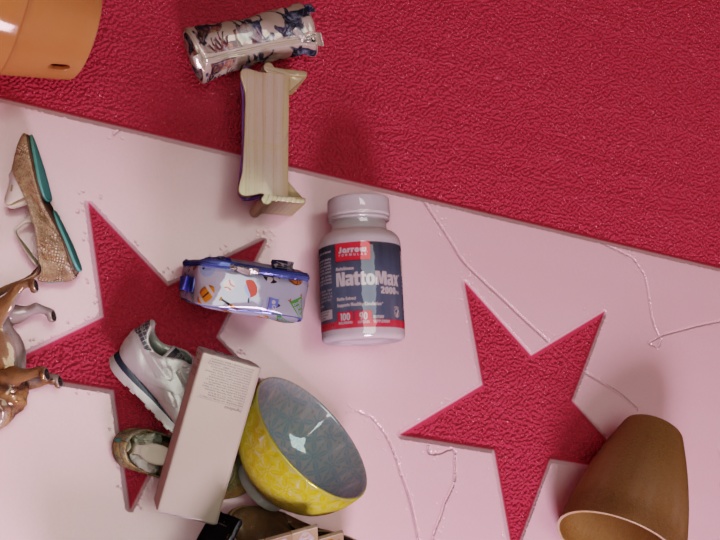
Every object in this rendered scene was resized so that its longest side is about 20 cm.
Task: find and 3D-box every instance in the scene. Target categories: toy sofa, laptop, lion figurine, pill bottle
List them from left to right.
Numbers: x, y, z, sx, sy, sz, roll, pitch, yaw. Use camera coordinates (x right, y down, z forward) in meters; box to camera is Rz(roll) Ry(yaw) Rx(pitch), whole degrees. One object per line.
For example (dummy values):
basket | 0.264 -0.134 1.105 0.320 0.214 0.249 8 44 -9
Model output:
lion figurine | -0.445 0.099 1.248 0.121 0.073 0.203 -9 75 8
laptop | -0.250 0.365 1.214 0.103 0.177 0.202 33 72 -12
toy sofa | -0.131 -0.181 1.401 0.096 0.083 0.203 2 80 -18
pill bottle | 0.000 0.000 1.398 0.118 0.119 0.203 0 80 -19

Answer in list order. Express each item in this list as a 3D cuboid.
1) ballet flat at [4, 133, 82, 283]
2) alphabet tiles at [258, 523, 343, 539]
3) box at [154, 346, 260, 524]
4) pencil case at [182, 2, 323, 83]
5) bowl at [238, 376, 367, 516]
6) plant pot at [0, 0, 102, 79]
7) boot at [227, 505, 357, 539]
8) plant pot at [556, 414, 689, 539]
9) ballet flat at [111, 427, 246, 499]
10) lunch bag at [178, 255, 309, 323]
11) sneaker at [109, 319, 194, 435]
ballet flat | -0.424 -0.077 1.291 0.064 0.071 0.203 -20 84 -7
alphabet tiles | -0.101 0.383 1.263 0.164 0.202 0.006 -12 50 -13
box | -0.191 0.203 1.241 0.081 0.068 0.203 18 87 -16
pencil case | -0.155 -0.323 1.413 0.198 0.089 0.079 -19 111 -22
bowl | -0.097 0.251 1.308 0.200 0.200 0.108 45 106 -7
plant pot | -0.421 -0.333 1.279 0.139 0.199 0.203 13 76 -34
boot | -0.082 0.349 1.308 0.198 0.075 0.074 27 50 -27
plant pot | 0.408 0.320 1.468 0.185 0.186 0.201 36 58 -10
ballet flat | -0.227 0.253 1.301 0.198 0.071 0.072 20 75 -15
lunch bag | -0.158 0.020 1.294 0.158 0.200 0.077 10 86 -18
sneaker | -0.232 0.156 1.296 0.200 0.076 0.081 44 95 -7
